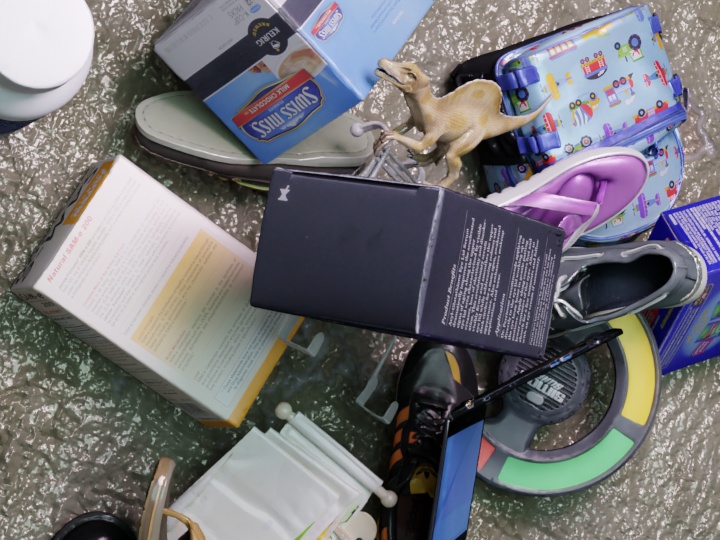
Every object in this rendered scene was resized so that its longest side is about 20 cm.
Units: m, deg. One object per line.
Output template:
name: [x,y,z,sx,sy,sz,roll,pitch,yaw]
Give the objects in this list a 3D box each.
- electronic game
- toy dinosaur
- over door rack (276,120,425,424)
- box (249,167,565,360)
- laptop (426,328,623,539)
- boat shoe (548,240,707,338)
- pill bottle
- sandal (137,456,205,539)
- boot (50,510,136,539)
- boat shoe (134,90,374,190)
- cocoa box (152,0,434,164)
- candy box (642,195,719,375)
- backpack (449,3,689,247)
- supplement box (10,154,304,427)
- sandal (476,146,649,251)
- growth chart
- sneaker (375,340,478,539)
electronic game: [0.154,0.090,1.688,0.199,0.042,0.201,0,90,-2]
toy dinosaur: [0.077,-0.108,1.541,0.200,0.101,0.058,10,40,-47]
over door rack: [0.000,0.000,1.607,0.148,0.066,0.200,43,61,-51]
box: [0.037,-0.003,1.469,0.200,0.148,0.105,13,86,-56]
laptop: [0.130,0.136,1.577,0.200,0.177,0.103,-28,85,12]
boat shoe: [0.176,0.012,1.619,0.062,0.199,0.073,7,75,-65]
pill bottle: [-0.260,-0.161,1.474,0.111,0.200,0.111,1,87,-23]
sandal: [-0.141,0.233,1.539,0.054,0.080,0.201,0,111,0]
boot: [-0.209,0.285,1.487,0.079,0.158,0.212,23,80,-16]
boat shoe: [-0.090,-0.096,1.614,0.201,0.061,0.072,6,50,-22]
cocoa box: [-0.039,-0.207,1.573,0.131,0.133,0.200,47,46,-15]
candy box: [0.331,-0.001,1.725,0.200,0.169,0.077,-15,60,-22]
backpack: [0.192,-0.106,1.699,0.182,0.134,0.201,-20,97,-22]
supplement box: [-0.154,0.019,1.576,0.200,0.073,0.126,37,73,-18]
sandal: [0.143,-0.035,1.609,0.202,0.050,0.083,-22,137,-3]
growth chart: [-0.082,0.202,1.586,0.200,0.018,0.145,-39,105,5]
sneaker: [0.057,0.150,1.629,0.070,0.090,0.201,10,92,-3]
